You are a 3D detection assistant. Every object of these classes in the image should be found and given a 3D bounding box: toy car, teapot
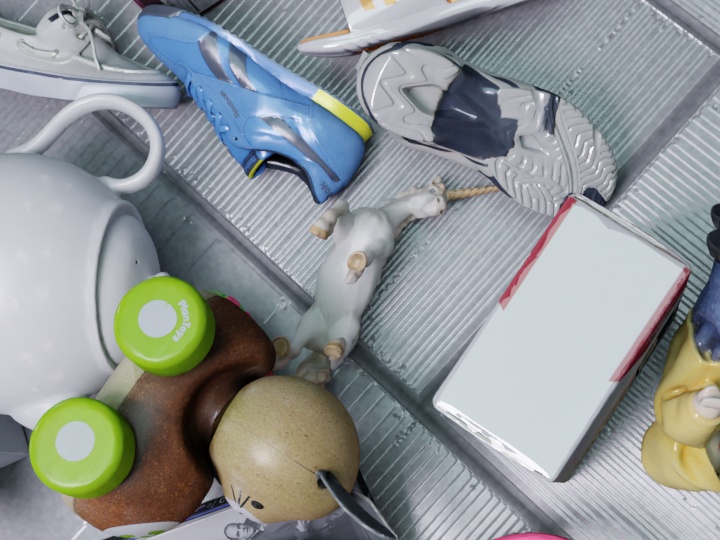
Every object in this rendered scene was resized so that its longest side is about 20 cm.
[{"bbox_3d":[-0.063,0.118,0.769,0.200,0.164,0.158,30,79,14],"label":"toy car"},{"bbox_3d":[-0.203,0.006,0.904,0.146,0.197,0.200,0,124,9],"label":"teapot"}]

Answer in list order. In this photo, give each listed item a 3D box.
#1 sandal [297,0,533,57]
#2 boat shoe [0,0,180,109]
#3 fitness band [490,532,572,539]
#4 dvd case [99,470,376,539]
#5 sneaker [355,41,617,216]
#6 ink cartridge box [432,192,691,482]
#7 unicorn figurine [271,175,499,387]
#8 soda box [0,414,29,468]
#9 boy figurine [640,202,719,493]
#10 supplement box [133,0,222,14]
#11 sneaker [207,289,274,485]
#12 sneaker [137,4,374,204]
[{"bbox_3d":[0.050,-0.203,0.933,0.207,0.079,0.059,-16,96,2],"label":"sandal"},{"bbox_3d":[-0.227,-0.176,0.998,0.202,0.075,0.086,13,100,22],"label":"boat shoe"},{"bbox_3d":[0.084,0.251,0.806,0.200,0.037,0.144,-35,67,13],"label":"fitness band"},{"bbox_3d":[-0.070,0.220,0.872,0.200,0.025,0.150,-20,107,9],"label":"dvd case"},{"bbox_3d":[0.080,-0.108,0.913,0.199,0.130,0.080,17,105,-18],"label":"sneaker"},{"bbox_3d":[0.129,0.051,0.802,0.083,0.200,0.146,33,89,15],"label":"ink cartridge box"},{"bbox_3d":[0.000,0.000,0.894,0.074,0.137,0.200,40,105,8],"label":"unicorn figurine"},{"bbox_3d":[-0.320,0.058,0.980,0.064,0.068,0.200,-24,75,9],"label":"soda box"},{"bbox_3d":[0.219,0.063,0.802,0.064,0.124,0.200,13,119,12],"label":"boy figurine"},{"bbox_3d":[-0.103,-0.288,0.985,0.200,0.086,0.110,-32,74,6],"label":"supplement box"},{"bbox_3d":[-0.091,0.114,0.920,0.084,0.077,0.200,-27,78,44],"label":"sneaker"},{"bbox_3d":[-0.090,-0.122,0.946,0.200,0.066,0.078,33,83,6],"label":"sneaker"}]
